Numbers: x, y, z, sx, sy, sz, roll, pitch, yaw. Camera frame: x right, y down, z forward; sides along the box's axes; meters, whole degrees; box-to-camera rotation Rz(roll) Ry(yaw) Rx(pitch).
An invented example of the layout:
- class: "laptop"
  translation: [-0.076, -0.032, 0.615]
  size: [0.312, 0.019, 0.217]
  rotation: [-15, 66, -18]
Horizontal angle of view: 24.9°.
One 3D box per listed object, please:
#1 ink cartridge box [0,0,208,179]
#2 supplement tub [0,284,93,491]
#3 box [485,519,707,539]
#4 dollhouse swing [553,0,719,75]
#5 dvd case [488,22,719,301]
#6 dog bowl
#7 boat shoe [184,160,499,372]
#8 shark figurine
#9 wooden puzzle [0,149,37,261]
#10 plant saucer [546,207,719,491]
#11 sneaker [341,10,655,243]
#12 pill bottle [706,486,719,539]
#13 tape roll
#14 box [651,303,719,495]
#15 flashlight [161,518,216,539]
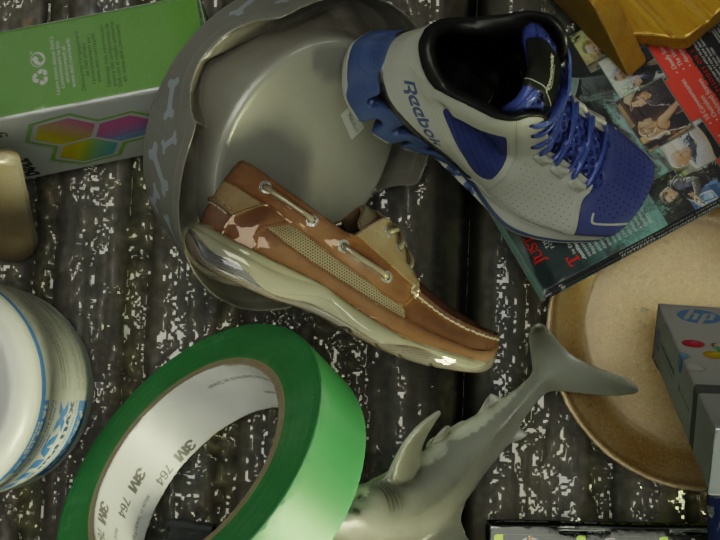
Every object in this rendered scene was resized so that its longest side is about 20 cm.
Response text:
- class: "ink cartridge box"
  translation: [-0.184, -0.107, 1.016]
  size: [0.197, 0.104, 0.060]
  rotation: [-11, 74, 0]
- class: "supplement tub"
  translation: [-0.235, 0.069, 0.960]
  size: [0.130, 0.200, 0.134]
  rotation: [0, 86, 2]
- class: "box"
  translation: [0.171, 0.258, 1.016]
  size: [0.190, 0.048, 0.203]
  rotation: [0, 86, 3]
- class: "dollhouse swing"
  translation: [0.178, -0.271, 0.979]
  size: [0.199, 0.176, 0.182]
  rotation: [-39, 66, -2]
- class: "dvd case"
  translation: [0.164, -0.088, 1.027]
  size: [0.198, 0.022, 0.147]
  rotation: [-28, 70, -8]
- class: "dog bowl"
  translation: [-0.044, -0.078, 0.980]
  size: [0.058, 0.200, 0.201]
  rotation: [33, 86, 38]
- class: "boat shoe"
  translation: [0.000, 0.000, 0.929]
  size: [0.198, 0.076, 0.073]
  rotation: [25, 88, -22]
- class: "shark figurine"
  translation: [0.066, 0.132, 0.998]
  size: [0.213, 0.128, 0.090]
  rotation: [-33, 72, -19]
- class: "wooden puzzle"
  translation: [-0.283, -0.091, 0.984]
  size: [0.198, 0.185, 0.047]
  rotation: [29, 72, 2]
- class: "plant saucer"
  translation: [0.215, 0.037, 1.036]
  size: [0.197, 0.035, 0.203]
  rotation: [0, 86, 1]
- class: "sneaker"
  translation: [0.094, -0.083, 0.922]
  size: [0.198, 0.115, 0.081]
  rotation: [26, 72, -22]
- class: "pill bottle"
  translation: [0.256, 0.201, 0.943]
  size: [0.109, 0.111, 0.203]
  rotation: [0, 85, 1]
- class: "tape roll"
  translation: [-0.089, 0.125, 0.959]
  size: [0.200, 0.200, 0.048]
  rotation: [-44, 122, -2]
- class: "box"
  translation: [0.255, 0.072, 0.915]
  size: [0.154, 0.200, 0.042]
  rotation: [4, 106, 1]
- class: "flashlight"
  translation: [-0.028, 0.200, 1.009]
  size: [0.197, 0.068, 0.068]
  rotation: [8, 52, 6]
